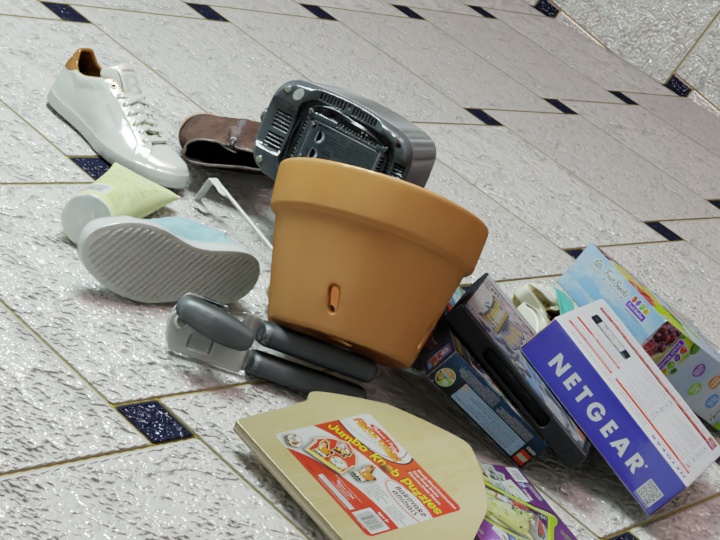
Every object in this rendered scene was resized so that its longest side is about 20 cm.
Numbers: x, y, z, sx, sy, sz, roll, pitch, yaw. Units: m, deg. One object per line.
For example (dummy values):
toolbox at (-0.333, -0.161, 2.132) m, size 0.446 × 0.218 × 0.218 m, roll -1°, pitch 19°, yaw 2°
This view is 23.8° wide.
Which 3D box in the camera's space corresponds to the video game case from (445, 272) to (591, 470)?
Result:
video game case at (0.159, 0.092, 1.640) m, size 0.181 × 0.025 × 0.200 m, roll 51°, pitch 13°, yaw 1°

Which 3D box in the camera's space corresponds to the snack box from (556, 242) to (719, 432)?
snack box at (0.329, 0.076, 1.882) m, size 0.200 × 0.068 × 0.169 m, roll 36°, pitch 12°, yaw -38°

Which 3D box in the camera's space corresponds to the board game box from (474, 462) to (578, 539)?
board game box at (0.131, 0.226, 1.411) m, size 0.119 × 0.032 × 0.200 m, roll 16°, pitch 22°, yaw -36°

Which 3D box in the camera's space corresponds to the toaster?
toaster at (-0.004, -0.120, 1.770) m, size 0.199 × 0.115 × 0.129 m, roll 27°, pitch 14°, yaw 16°

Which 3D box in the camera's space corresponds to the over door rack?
over door rack at (-0.056, -0.047, 1.777) m, size 0.200 × 0.067 × 0.147 m, roll 38°, pitch 22°, yaw 27°

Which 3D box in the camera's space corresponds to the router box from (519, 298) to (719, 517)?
router box at (0.256, 0.127, 1.659) m, size 0.201 × 0.049 × 0.179 m, roll 53°, pitch 21°, yaw 11°

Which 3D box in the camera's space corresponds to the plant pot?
plant pot at (0.000, 0.000, 1.529) m, size 0.198 × 0.141 × 0.200 m, roll 19°, pitch -9°, yaw 3°

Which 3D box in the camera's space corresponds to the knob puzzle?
knob puzzle at (0.018, 0.170, 1.383) m, size 0.218 × 0.031 × 0.220 m, roll 17°, pitch 28°, yaw -10°

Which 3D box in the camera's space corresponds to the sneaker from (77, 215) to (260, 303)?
sneaker at (-0.187, -0.016, 1.553) m, size 0.199 × 0.074 × 0.082 m, roll 17°, pitch 12°, yaw -47°

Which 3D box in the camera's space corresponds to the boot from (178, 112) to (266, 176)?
boot at (-0.103, -0.125, 1.877) m, size 0.198 × 0.073 × 0.166 m, roll 10°, pitch 14°, yaw -9°

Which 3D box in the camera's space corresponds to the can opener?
can opener at (-0.077, 0.074, 1.481) m, size 0.198 × 0.053 × 0.066 m, roll 21°, pitch 5°, yaw -23°

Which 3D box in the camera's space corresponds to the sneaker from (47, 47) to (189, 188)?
sneaker at (-0.249, -0.165, 1.800) m, size 0.200 × 0.085 × 0.073 m, roll 39°, pitch 22°, yaw 22°

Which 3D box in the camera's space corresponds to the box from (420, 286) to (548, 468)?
box at (0.107, 0.084, 1.631) m, size 0.137 × 0.038 × 0.200 m, roll 44°, pitch 15°, yaw -22°

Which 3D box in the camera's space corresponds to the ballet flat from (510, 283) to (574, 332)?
ballet flat at (0.193, 0.052, 1.827) m, size 0.071 × 0.067 × 0.200 m, roll 55°, pitch 14°, yaw -21°

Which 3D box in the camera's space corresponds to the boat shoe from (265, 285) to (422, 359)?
boat shoe at (0.004, 0.032, 1.660) m, size 0.199 × 0.065 × 0.072 m, roll 20°, pitch 18°, yaw -27°

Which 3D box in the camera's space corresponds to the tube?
tube at (-0.232, -0.067, 1.647) m, size 0.200 × 0.051 × 0.059 m, roll -58°, pitch 126°, yaw -73°
